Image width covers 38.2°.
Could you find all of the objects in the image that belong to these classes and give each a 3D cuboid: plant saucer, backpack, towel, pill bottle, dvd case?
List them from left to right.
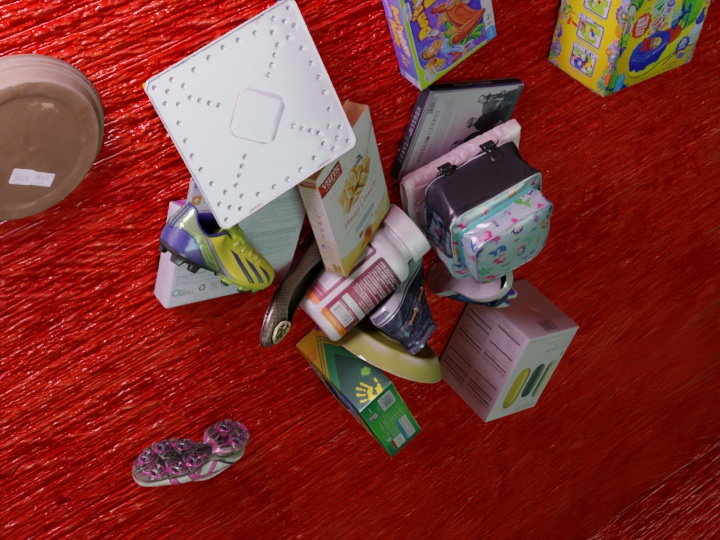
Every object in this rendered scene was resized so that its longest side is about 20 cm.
[{"bbox_3d":[-0.354,-0.129,1.081,0.200,0.029,0.200,-29,144,-24],"label":"plant saucer"},{"bbox_3d":[0.000,0.000,1.524,0.200,0.110,0.110,-41,146,-5],"label":"pill bottle"},{"bbox_3d":[0.041,0.110,1.610,0.200,0.200,0.031,9,110,-51],"label":"plant saucer"},{"bbox_3d":[0.144,-0.209,1.532,0.200,0.025,0.151,-12,135,-39],"label":"dvd case"},{"bbox_3d":[0.150,-0.128,1.583,0.200,0.032,0.191,-30,154,-12],"label":"towel"},{"bbox_3d":[0.187,-0.072,1.531,0.177,0.151,0.200,-30,158,-12],"label":"backpack"}]

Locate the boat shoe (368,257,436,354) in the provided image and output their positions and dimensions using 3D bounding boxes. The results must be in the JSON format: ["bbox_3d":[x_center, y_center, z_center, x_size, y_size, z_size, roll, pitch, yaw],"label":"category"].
[{"bbox_3d":[0.076,0.050,1.600,0.071,0.091,0.200,-37,-167,31],"label":"boat shoe"}]

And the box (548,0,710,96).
[{"bbox_3d":[0.403,-0.390,1.528,0.200,0.122,0.193,-25,141,-28],"label":"box"}]

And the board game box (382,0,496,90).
[{"bbox_3d":[0.098,-0.343,1.319,0.134,0.045,0.200,-38,146,-11],"label":"board game box"}]

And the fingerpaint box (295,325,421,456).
[{"bbox_3d":[-0.002,0.191,1.675,0.073,0.167,0.200,-41,147,-8],"label":"fingerpaint box"}]

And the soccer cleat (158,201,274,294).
[{"bbox_3d":[-0.163,-0.028,1.292,0.200,0.065,0.084,24,99,-53],"label":"soccer cleat"}]

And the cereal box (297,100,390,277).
[{"bbox_3d":[-0.019,-0.107,1.398,0.144,0.039,0.200,-59,152,-28],"label":"cereal box"}]

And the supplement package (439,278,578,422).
[{"bbox_3d":[0.270,0.146,1.932,0.152,0.151,0.200,-9,133,-42],"label":"supplement package"}]

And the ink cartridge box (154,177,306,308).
[{"bbox_3d":[-0.162,-0.056,1.354,0.196,0.043,0.200,-12,131,-39],"label":"ink cartridge box"}]

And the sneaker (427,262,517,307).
[{"bbox_3d":[0.221,0.019,1.712,0.146,0.200,0.081,9,83,-33],"label":"sneaker"}]

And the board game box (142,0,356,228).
[{"bbox_3d":[-0.124,-0.181,1.207,0.200,0.026,0.200,-35,122,-15],"label":"board game box"}]

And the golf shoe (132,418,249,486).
[{"bbox_3d":[-0.261,0.300,1.600,0.200,0.073,0.092,-12,136,-40],"label":"golf shoe"}]

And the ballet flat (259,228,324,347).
[{"bbox_3d":[-0.083,0.023,1.440,0.067,0.046,0.200,99,16,-60],"label":"ballet flat"}]
